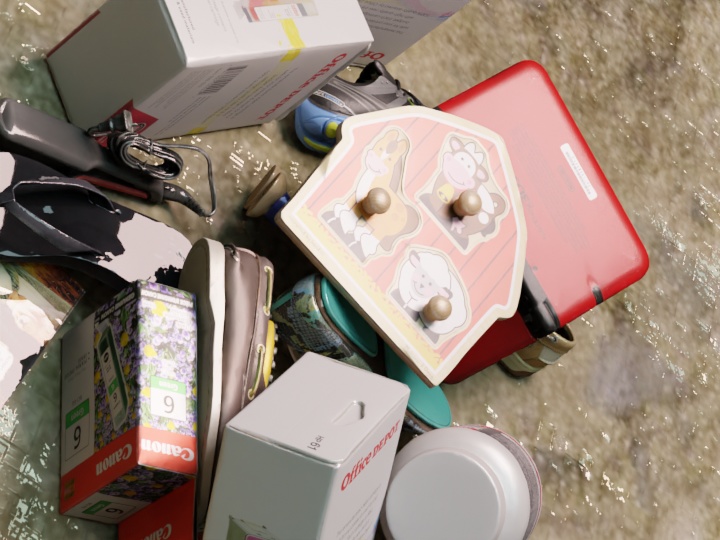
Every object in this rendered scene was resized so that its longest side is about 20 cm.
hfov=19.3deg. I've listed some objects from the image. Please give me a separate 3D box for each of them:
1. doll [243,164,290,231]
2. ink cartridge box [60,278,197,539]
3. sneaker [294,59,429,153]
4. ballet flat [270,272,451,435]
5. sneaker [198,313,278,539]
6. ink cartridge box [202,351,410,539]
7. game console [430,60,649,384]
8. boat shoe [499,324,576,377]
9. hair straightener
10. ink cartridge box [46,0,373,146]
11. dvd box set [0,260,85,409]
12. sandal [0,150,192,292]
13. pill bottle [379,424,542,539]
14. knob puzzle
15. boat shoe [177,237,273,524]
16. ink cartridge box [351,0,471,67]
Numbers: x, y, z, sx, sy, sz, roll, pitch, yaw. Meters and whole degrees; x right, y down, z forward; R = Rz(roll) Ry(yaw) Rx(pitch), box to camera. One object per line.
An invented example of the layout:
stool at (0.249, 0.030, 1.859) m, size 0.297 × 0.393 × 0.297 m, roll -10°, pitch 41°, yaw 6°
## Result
doll at (0.000, 0.000, 1.648) m, size 0.200 × 0.049 × 0.136 m, roll 38°, pitch 5°, yaw -11°
ink cartridge box at (-0.157, 0.120, 1.426) m, size 0.050 × 0.109 × 0.201 m, roll 16°, pitch 58°, yaw -32°
sneaker at (0.030, -0.133, 1.770) m, size 0.199 × 0.071 × 0.083 m, roll 8°, pitch 69°, yaw -37°
ballet flat at (-0.005, 0.071, 1.624) m, size 0.200 × 0.074 × 0.075 m, roll 48°, pitch 41°, yaw -38°
sneaker at (-0.114, 0.107, 1.512) m, size 0.082 × 0.078 × 0.201 m, roll 20°, pitch 48°, yaw -24°
ink cartridge box at (-0.044, 0.174, 1.416) m, size 0.084 × 0.201 × 0.144 m, roll 20°, pitch 23°, yaw 14°
game console at (0.105, -0.039, 1.713) m, size 0.172 × 0.119 × 0.201 m, roll -29°, pitch 89°, yaw -24°
boat shoe at (0.110, -0.007, 1.771) m, size 0.200 × 0.076 × 0.072 m, roll 49°, pitch 45°, yaw -10°
hair straightener at (-0.180, -0.081, 1.539) m, size 0.199 × 0.077 × 0.041 m, roll 22°, pitch 52°, yaw -33°
ink cartridge box at (-0.112, -0.167, 1.602) m, size 0.199 × 0.145 × 0.084 m, roll -12°, pitch 75°, yaw -46°
dvd box set at (-0.293, -0.005, 1.427) m, size 0.200 × 0.029 × 0.147 m, roll 46°, pitch 44°, yaw -15°
sandal at (-0.199, -0.035, 1.458) m, size 0.199 × 0.043 × 0.077 m, roll 18°, pitch 63°, yaw -26°
pill bottle at (0.072, 0.169, 1.549) m, size 0.111 × 0.110 × 0.200 m, roll 65°, pitch 7°, yaw 6°
knob puzzle at (0.056, -0.042, 1.597) m, size 0.218 × 0.030 × 0.221 m, roll 10°, pitch 70°, yaw -28°
boat shoe at (-0.092, 0.078, 1.449) m, size 0.059 × 0.072 × 0.201 m, roll 13°, pitch 65°, yaw -28°
ink cartridge box at (0.016, -0.254, 1.730) m, size 0.145 × 0.200 × 0.088 m, roll 6°, pitch 61°, yaw -40°
